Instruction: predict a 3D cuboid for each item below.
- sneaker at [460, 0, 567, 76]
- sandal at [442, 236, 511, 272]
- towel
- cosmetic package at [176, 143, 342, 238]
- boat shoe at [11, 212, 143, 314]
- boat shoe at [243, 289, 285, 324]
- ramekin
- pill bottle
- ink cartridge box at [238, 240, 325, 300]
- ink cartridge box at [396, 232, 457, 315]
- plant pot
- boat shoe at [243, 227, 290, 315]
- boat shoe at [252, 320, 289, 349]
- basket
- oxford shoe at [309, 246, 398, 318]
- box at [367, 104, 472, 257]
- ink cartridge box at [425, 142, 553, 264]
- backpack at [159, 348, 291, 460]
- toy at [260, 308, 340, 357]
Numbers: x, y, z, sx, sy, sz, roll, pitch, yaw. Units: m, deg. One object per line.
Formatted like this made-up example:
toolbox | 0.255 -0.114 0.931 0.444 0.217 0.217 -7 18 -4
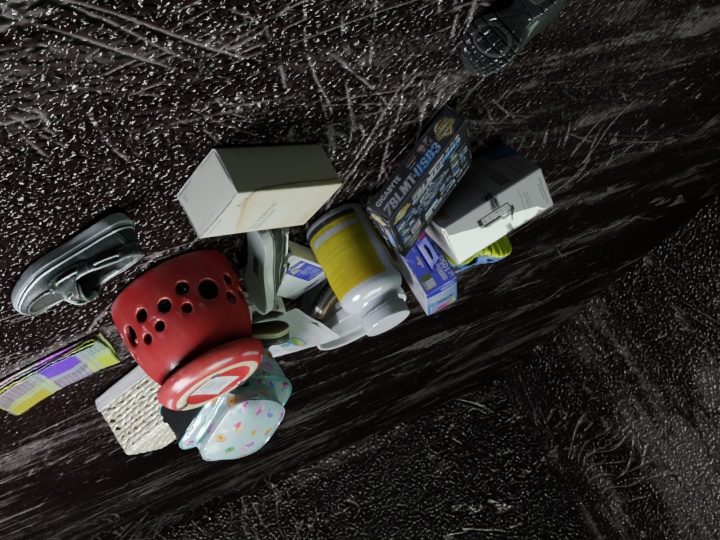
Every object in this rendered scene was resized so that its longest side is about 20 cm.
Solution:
sneaker | 0.214 -0.326 1.320 0.200 0.077 0.090 -40 168 36
sandal | 0.243 -0.042 2.200 0.198 0.080 0.087 -9 158 -33
towel | -0.488 0.169 1.614 0.198 0.023 0.144 -28 163 -10
cosmetic package | -0.131 -0.108 1.343 0.199 0.074 0.103 -13 157 -48
boat shoe | -0.361 0.008 1.279 0.199 0.072 0.072 -35 163 18
boat shoe | -0.212 0.079 1.747 0.198 0.070 0.071 -19 160 -35
ramekin | -0.021 0.057 1.959 0.198 0.106 0.201 -28 163 -9
pill bottle | 0.000 0.000 1.654 0.111 0.202 0.112 -26 163 -8
ink cartridge box | -0.122 0.001 1.735 0.099 0.040 0.200 -34 162 11
ink cartridge box | 0.126 -0.006 1.972 0.076 0.138 0.200 -31 164 -2
plant pot | -0.252 0.095 1.536 0.199 0.184 0.201 -30 163 -10
boat shoe | -0.139 -0.006 1.584 0.063 0.071 0.201 -26 150 -27
boat shoe | -0.194 0.133 1.819 0.199 0.067 0.071 -8 -169 43
basket | -0.359 0.234 1.848 0.199 0.124 0.135 -38 163 20
oxford shoe | -0.008 0.025 1.829 0.200 0.085 0.073 -43 -177 -14
box | 0.099 -0.135 1.591 0.201 0.049 0.199 -54 163 -5
ink cartridge box | 0.206 -0.118 1.738 0.198 0.146 0.085 -32 122 -5
backpack | -0.212 0.222 1.715 0.199 0.153 0.177 -3 131 -55
toy | -0.141 0.105 1.893 0.199 0.048 0.115 -23 136 40
